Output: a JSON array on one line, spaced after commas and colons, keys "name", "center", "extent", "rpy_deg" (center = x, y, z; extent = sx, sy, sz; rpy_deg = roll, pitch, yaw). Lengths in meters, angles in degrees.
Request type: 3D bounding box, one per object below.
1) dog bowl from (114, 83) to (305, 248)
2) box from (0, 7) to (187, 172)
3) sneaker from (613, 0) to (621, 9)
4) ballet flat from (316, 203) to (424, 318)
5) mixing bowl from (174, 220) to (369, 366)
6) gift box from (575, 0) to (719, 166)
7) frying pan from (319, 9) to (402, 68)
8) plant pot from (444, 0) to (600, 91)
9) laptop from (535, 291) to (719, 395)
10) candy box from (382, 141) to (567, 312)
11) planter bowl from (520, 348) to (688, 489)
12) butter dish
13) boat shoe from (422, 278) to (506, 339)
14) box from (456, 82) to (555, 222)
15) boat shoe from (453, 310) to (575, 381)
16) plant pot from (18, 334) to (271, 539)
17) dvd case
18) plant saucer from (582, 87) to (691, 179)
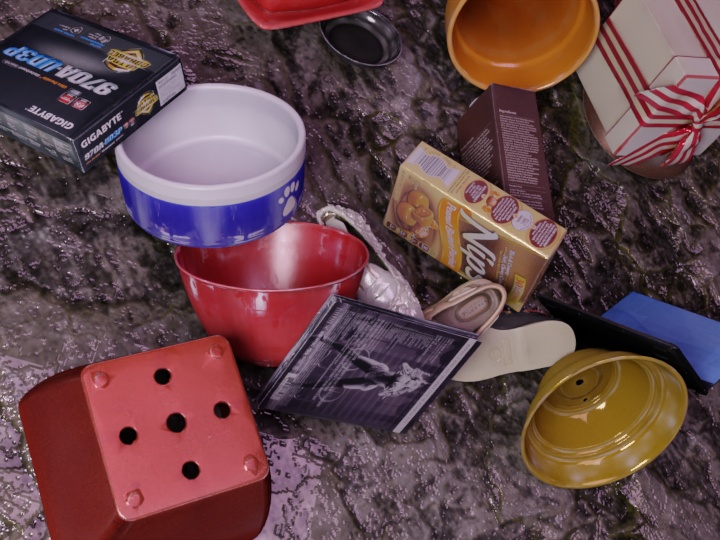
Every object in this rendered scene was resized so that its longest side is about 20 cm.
[{"name": "dog bowl", "center": [-0.158, -0.116, 1.020], "extent": [0.199, 0.079, 0.201], "rpy_deg": [2, 41, -2]}, {"name": "box", "center": [-0.308, -0.196, 1.007], "extent": [0.199, 0.046, 0.159], "rpy_deg": [25, 54, 26]}, {"name": "sneaker", "center": [0.453, -0.456, 1.496], "extent": [0.074, 0.081, 0.201], "rpy_deg": [27, 59, -13]}, {"name": "ballet flat", "center": [0.000, 0.000, 1.060], "extent": [0.071, 0.072, 0.200], "rpy_deg": [-11, 49, -27]}, {"name": "mixing bowl", "center": [-0.092, 0.030, 0.991], "extent": [0.199, 0.200, 0.109], "rpy_deg": [-9, 114, -27]}, {"name": "gift box", "center": [0.406, -0.252, 1.287], "extent": [0.199, 0.185, 0.188], "rpy_deg": [-7, 61, -23]}, {"name": "frying pan", "center": [-0.015, -0.336, 1.263], "extent": [0.114, 0.031, 0.191], "rpy_deg": [-9, 60, -29]}, {"name": "plant pot", "center": [0.208, -0.375, 1.299], "extent": [0.199, 0.201, 0.184], "rpy_deg": [13, 46, -18]}, {"name": "laptop", "center": [0.346, 0.056, 1.138], "extent": [0.200, 0.187, 0.116], "rpy_deg": [42, 76, -45]}, {"name": "candy box", "center": [0.129, -0.050, 1.118], "extent": [0.199, 0.116, 0.055], "rpy_deg": [34, 57, 12]}, {"name": "planter bowl", "center": [0.267, 0.152, 1.102], "extent": [0.199, 0.201, 0.084], "rpy_deg": [10, 31, -19]}, {"name": "butter dish", "center": [-0.077, -0.423, 1.194], "extent": [0.199, 0.148, 0.200], "rpy_deg": [-20, 64, -29]}, {"name": "boat shoe", "center": [0.076, 0.077, 1.055], "extent": [0.200, 0.065, 0.071], "rpy_deg": [-41, 91, -4]}, {"name": "box", "center": [0.181, -0.123, 1.212], "extent": [0.074, 0.100, 0.201], "rpy_deg": [5, 66, -22]}, {"name": "boat shoe", "center": [0.149, 0.086, 1.127], "extent": [0.200, 0.063, 0.074], "rpy_deg": [-3, 98, -11]}, {"name": "plant pot", "center": [-0.185, 0.163, 0.874], "extent": [0.199, 0.176, 0.201], "rpy_deg": [-12, 73, -27]}, {"name": "dvd case", "center": [0.011, 0.101, 0.981], "extent": [0.199, 0.149, 0.016], "rpy_deg": [17, 31, -36]}, {"name": "plant saucer", "center": [0.422, -0.231, 1.405], "extent": [0.199, 0.037, 0.202], "rpy_deg": [10, 63, -20]}]
